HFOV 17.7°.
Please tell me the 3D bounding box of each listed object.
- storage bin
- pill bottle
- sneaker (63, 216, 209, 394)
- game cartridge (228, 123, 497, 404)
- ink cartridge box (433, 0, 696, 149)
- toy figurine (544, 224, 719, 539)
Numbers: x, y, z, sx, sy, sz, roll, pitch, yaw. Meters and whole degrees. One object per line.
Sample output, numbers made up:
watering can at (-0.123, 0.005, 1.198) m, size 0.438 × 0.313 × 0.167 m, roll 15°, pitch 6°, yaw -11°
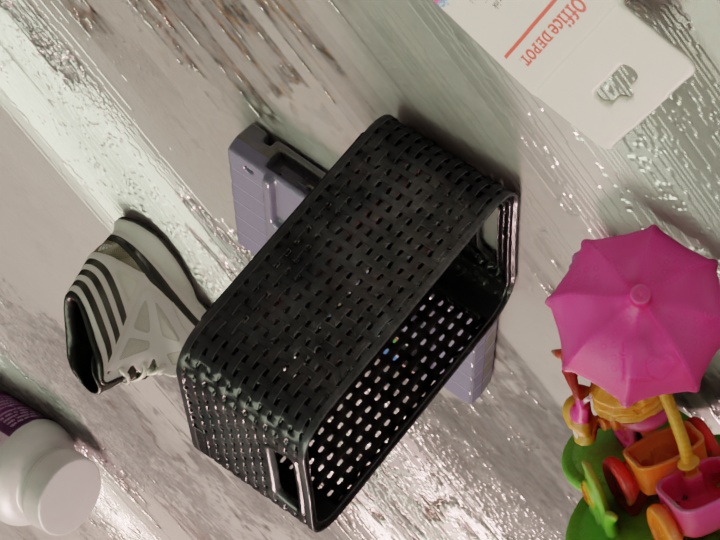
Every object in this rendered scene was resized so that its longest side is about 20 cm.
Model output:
storage bin at (-0.004, 0.030, 1.309) m, size 0.093 × 0.200 × 0.136 m, roll 33°, pitch 157°, yaw 19°
pill bottle at (-0.355, 0.187, 2.307) m, size 0.199 × 0.112 × 0.113 m, roll 24°, pitch 153°, yaw 36°
sneaker at (-0.158, 0.068, 1.752) m, size 0.075 × 0.116 × 0.201 m, roll 9°, pitch 142°, yaw 53°
game cartridge at (0.000, 0.000, 1.477) m, size 0.199 × 0.038 × 0.130 m, roll 35°, pitch 153°, yaw 17°
ink cartridge box at (0.072, -0.156, 1.017) m, size 0.200 × 0.068 × 0.116 m, roll 44°, pitch 159°, yaw -1°
toy figurine at (0.154, 0.055, 1.248) m, size 0.200 × 0.149 × 0.185 m, roll -128°, pitch 17°, yaw -59°
